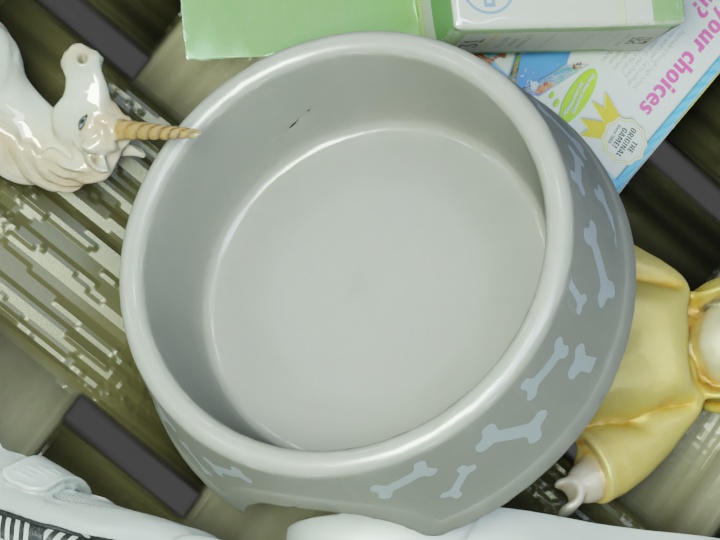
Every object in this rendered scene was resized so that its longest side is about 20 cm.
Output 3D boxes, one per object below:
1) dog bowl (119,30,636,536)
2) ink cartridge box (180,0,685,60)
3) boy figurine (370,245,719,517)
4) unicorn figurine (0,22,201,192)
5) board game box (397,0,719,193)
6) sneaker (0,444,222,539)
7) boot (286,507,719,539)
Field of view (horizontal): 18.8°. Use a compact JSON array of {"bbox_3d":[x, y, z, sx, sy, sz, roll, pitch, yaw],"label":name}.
[{"bbox_3d":[0.000,0.000,0.819,0.199,0.059,0.201,-7,68,16],"label":"dog bowl"},{"bbox_3d":[0.025,-0.161,0.882,0.199,0.048,0.146,-3,81,-19],"label":"ink cartridge box"},{"bbox_3d":[0.096,0.038,0.894,0.199,0.064,0.125,2,77,-13],"label":"boy figurine"},{"bbox_3d":[-0.173,-0.084,0.838,0.199,0.074,0.138,-16,85,-2],"label":"unicorn figurine"},{"bbox_3d":[0.115,-0.143,0.947,0.134,0.034,0.200,43,71,-5],"label":"board game box"},{"bbox_3d":[-0.133,0.073,0.782,0.199,0.075,0.115,4,54,5],"label":"sneaker"},{"bbox_3d":[0.067,0.149,0.857,0.199,0.074,0.096,7,71,-16],"label":"boot"}]
